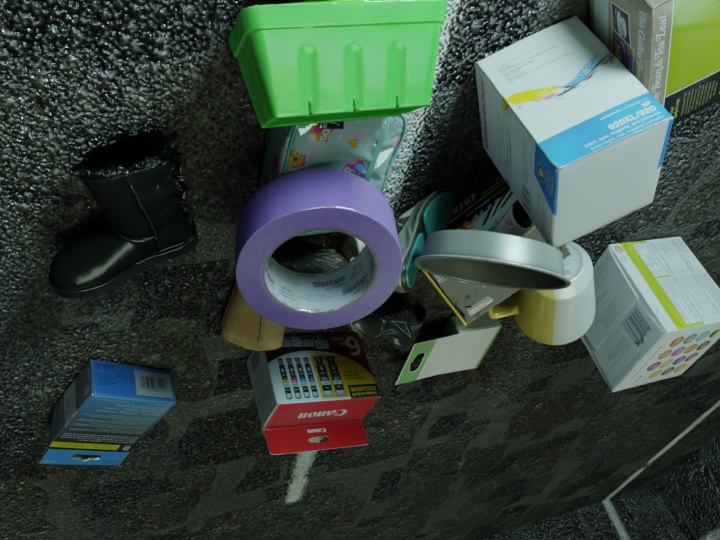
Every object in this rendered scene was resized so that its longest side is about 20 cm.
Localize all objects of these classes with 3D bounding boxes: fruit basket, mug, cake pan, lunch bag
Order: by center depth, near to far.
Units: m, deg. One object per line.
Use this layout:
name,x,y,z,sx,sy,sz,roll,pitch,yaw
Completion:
fruit basket,-0.024,-0.250,0.623,0.209,0.155,0.223,-2,96,-17
lunch bag,-0.032,-0.134,0.786,0.156,0.078,0.202,-4,140,-25
cake pan,0.164,-0.012,0.821,0.194,0.038,0.200,10,172,1
mug,0.322,0.037,1.128,0.185,0.149,0.154,-39,149,-12

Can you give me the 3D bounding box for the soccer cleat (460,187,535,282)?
soccer cleat,0.196,-0.058,0.913,0.068,0.085,0.200,40,108,-7

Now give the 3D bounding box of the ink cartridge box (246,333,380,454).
ink cartridge box,-0.074,0.202,1.109,0.195,0.179,0.085,2,139,-32

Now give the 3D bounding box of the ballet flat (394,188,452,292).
ballet flat,0.070,-0.050,0.914,0.062,0.202,0.069,6,133,27

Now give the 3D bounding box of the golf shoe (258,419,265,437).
golf shoe,-0.110,0.277,1.282,0.196,0.073,0.093,0,134,-45

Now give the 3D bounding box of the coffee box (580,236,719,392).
coffee box,0.563,0.083,1.293,0.192,0.203,0.202,-7,142,-22

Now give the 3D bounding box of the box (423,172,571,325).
box,0.194,-0.035,1.003,0.198,0.050,0.161,-35,109,17

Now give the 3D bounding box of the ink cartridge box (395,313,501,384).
ink cartridge box,0.164,0.151,1.288,0.194,0.049,0.147,-6,141,-22

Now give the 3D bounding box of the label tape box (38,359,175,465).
label tape box,-0.409,0.233,1.056,0.142,0.064,0.200,18,128,-43

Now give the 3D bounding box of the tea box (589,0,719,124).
tea box,0.380,-0.300,0.758,0.193,0.136,0.201,-26,144,3

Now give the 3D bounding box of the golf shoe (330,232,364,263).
golf shoe,0.000,0.000,0.970,0.075,0.090,0.202,-20,146,-5

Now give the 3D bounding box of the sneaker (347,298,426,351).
sneaker,0.043,0.079,1.122,0.080,0.076,0.198,-51,145,16

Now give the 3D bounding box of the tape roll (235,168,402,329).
tape roll,-0.050,-0.019,0.780,0.193,0.067,0.204,-5,135,-5

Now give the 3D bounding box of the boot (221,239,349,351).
boot,-0.108,0.045,0.957,0.170,0.067,0.203,20,134,-1

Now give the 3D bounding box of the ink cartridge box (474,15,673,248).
ink cartridge box,0.245,-0.168,0.794,0.141,0.203,0.149,-23,145,-1

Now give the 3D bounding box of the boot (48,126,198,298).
boot,-0.279,-0.063,0.743,0.194,0.074,0.164,-22,148,-14
